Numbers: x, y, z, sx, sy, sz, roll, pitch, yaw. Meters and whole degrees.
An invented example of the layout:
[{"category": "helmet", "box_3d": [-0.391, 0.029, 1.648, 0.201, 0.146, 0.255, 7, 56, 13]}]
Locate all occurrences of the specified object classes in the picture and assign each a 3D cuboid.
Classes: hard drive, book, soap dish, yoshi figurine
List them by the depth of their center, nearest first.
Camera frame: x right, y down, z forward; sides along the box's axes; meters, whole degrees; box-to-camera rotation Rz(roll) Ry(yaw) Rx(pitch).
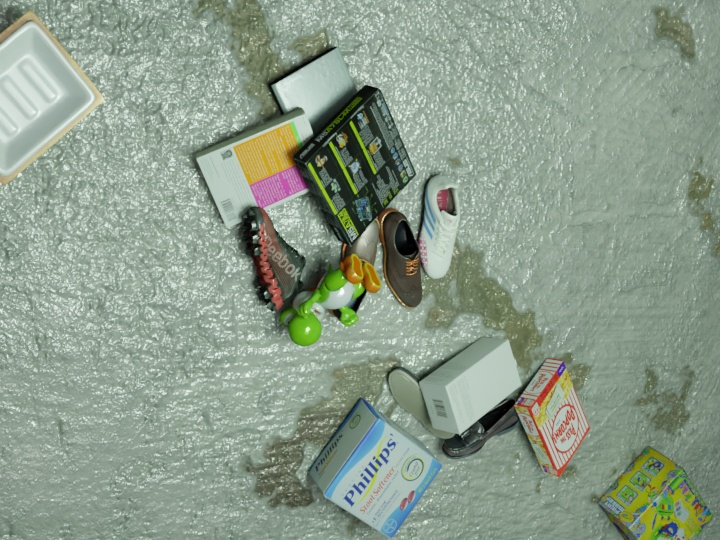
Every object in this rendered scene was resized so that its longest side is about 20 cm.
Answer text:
[{"category": "soap dish", "box_3d": [-0.506, -0.254, 1.145, 0.199, 0.081, 0.158, -42, 116, -7]}, {"category": "book", "box_3d": [-0.163, -0.172, 1.317, 0.196, 0.048, 0.136, -23, 117, -5]}, {"category": "hard drive", "box_3d": [-0.059, -0.267, 1.362, 0.138, 0.033, 0.203, -32, 114, -13]}, {"category": "yoshi figurine", "box_3d": [-0.060, 0.066, 1.366, 0.198, 0.112, 0.113, -35, 95, 24]}]

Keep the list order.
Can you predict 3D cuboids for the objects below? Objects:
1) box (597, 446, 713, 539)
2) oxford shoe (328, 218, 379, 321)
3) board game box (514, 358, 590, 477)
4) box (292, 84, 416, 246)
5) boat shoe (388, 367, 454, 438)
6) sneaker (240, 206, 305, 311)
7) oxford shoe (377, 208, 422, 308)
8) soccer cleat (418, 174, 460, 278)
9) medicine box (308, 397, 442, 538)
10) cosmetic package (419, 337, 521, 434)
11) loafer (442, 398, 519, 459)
[{"category": "box", "box_3d": [0.713, 0.579, 1.874, 0.192, 0.122, 0.201, -43, 116, -7]}, {"category": "oxford shoe", "box_3d": [0.000, 0.000, 1.437, 0.070, 0.073, 0.205, 13, 99, -25]}, {"category": "board game box", "box_3d": [0.421, 0.321, 1.694, 0.151, 0.046, 0.203, -44, 119, -31]}, {"category": "box", "box_3d": [-0.004, -0.180, 1.346, 0.193, 0.047, 0.202, -46, 134, -16]}, {"category": "boat shoe", "box_3d": [0.129, 0.258, 1.583, 0.200, 0.072, 0.063, 48, 41, -21]}, {"category": "sneaker", "box_3d": [-0.148, -0.030, 1.357, 0.096, 0.071, 0.205, -25, 125, -20]}, {"category": "oxford shoe", "box_3d": [0.082, -0.014, 1.469, 0.070, 0.072, 0.204, -25, 112, -16]}, {"category": "soccer cleat", "box_3d": [0.153, -0.077, 1.475, 0.068, 0.086, 0.206, -7, 107, -21]}, {"category": "medicine box", "box_3d": [0.030, 0.393, 1.539, 0.199, 0.103, 0.184, 39, 87, -28]}, {"category": "cosmetic package", "box_3d": [0.223, 0.226, 1.551, 0.198, 0.084, 0.110, -27, 106, -35]}, {"category": "loafer", "box_3d": [0.253, 0.326, 1.631, 0.196, 0.072, 0.064, -21, 129, -25]}]
